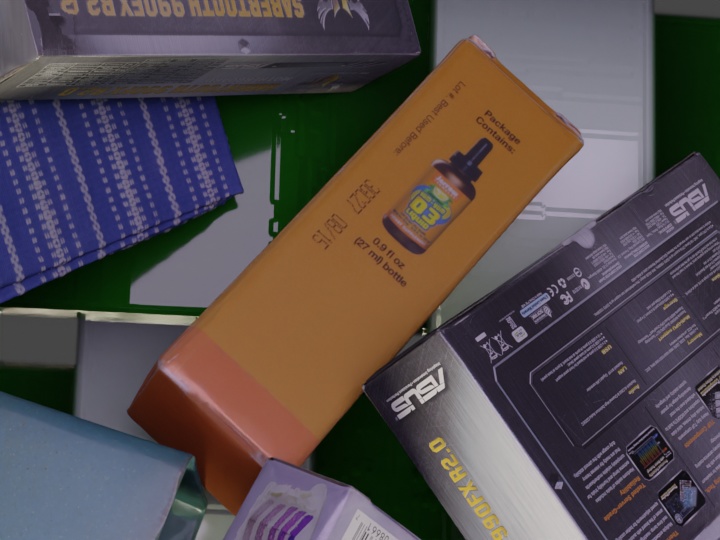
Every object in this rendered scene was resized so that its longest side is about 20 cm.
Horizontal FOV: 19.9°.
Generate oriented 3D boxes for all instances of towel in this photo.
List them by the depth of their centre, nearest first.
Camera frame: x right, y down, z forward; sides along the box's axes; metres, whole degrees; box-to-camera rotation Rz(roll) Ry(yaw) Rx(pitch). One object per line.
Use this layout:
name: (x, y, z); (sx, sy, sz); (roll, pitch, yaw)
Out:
towel: (-0.135, -0.066, 0.769); (0.200, 0.024, 0.146); (-26, 100, -48)

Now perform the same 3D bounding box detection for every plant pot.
plant pot: (-0.175, 0.106, 0.743); (0.199, 0.141, 0.142); (21, 77, 3)

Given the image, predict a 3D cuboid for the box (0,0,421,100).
box: (-0.077, -0.149, 0.796); (0.199, 0.048, 0.159); (-7, 80, -45)

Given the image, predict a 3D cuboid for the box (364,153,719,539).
box: (0.114, 0.060, 0.779); (0.159, 0.048, 0.200); (55, 43, 3)

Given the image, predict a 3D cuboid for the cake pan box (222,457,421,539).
cake pan box: (-0.010, 0.190, 0.736); (0.200, 0.052, 0.185); (40, 71, -41)

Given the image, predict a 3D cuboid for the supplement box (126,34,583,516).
supplement box: (0.000, 0.000, 0.801); (0.067, 0.069, 0.200); (43, 65, 1)
